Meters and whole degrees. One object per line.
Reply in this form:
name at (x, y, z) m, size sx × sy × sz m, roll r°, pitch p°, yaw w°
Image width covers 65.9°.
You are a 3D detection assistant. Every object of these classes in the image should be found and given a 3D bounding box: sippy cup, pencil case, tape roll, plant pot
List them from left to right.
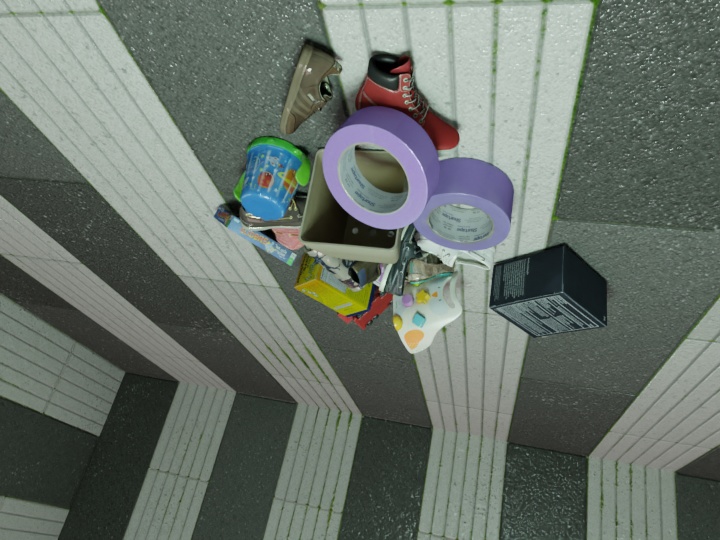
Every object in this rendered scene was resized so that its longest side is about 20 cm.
sippy cup at (-0.188, -0.182, 1.158) m, size 0.137 × 0.133 × 0.178 m, roll 20°, pitch 153°, yaw -12°
pencil case at (-0.057, -0.034, 1.418) m, size 0.077 × 0.091 × 0.199 m, roll -2°, pitch 146°, yaw 48°
plant pot at (0.008, -0.111, 1.146) m, size 0.195 × 0.205 × 0.177 m, roll 5°, pitch 162°, yaw 16°
tape roll at (0.034, -0.172, 0.952) m, size 0.196 × 0.066 × 0.203 m, roll 18°, pitch 137°, yaw 18°
tape roll at (0.207, -0.128, 1.120) m, size 0.195 × 0.087 × 0.201 m, roll 11°, pitch 154°, yaw 5°

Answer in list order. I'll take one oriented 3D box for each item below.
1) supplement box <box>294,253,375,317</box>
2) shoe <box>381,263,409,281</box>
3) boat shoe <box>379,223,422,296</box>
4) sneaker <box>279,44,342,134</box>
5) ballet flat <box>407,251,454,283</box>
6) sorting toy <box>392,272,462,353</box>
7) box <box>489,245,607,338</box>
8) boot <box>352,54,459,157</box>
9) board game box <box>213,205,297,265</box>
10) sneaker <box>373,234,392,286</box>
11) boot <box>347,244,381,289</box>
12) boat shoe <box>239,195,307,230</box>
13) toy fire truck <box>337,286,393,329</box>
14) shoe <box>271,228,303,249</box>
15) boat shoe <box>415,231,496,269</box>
supplement box at (-0.066, 0.032, 1.531) m, size 0.198 × 0.111 × 0.109 m, roll 32°, pitch 148°, yaw -30°
shoe at (0.113, 0.006, 1.380) m, size 0.070 × 0.054 × 0.199 m, roll -39°, pitch 155°, yaw 20°
boat shoe at (0.107, -0.034, 1.246) m, size 0.065 × 0.203 × 0.074 m, roll 24°, pitch -172°, yaw 9°
sneaker at (-0.090, -0.295, 0.963) m, size 0.074 × 0.072 × 0.200 m, roll 18°, pitch 153°, yaw -11°
ballet flat at (0.176, -0.013, 1.354) m, size 0.067 × 0.069 × 0.199 m, roll -7°, pitch -179°, yaw 31°
sorting toy at (0.180, 0.082, 1.439) m, size 0.177 × 0.203 × 0.107 m, roll -22°, pitch 138°, yaw 27°
box at (0.445, 0.057, 1.310) m, size 0.198 × 0.126 × 0.196 m, roll 30°, pitch 150°, yaw -32°
boot at (0.093, -0.274, 0.918) m, size 0.196 × 0.074 × 0.145 m, roll 22°, pitch 151°, yaw -7°
board game box at (-0.267, -0.088, 1.413) m, size 0.198 × 0.035 × 0.135 m, roll 33°, pitch 179°, yaw -34°
sneaker at (0.070, -0.021, 1.407) m, size 0.112 × 0.074 × 0.201 m, roll -3°, pitch 148°, yaw 25°
boot at (0.000, 0.000, 1.305) m, size 0.075 × 0.097 × 0.201 m, roll 45°, pitch 155°, yaw 11°
boat shoe at (-0.174, -0.138, 1.251) m, size 0.195 × 0.073 × 0.060 m, roll -8°, pitch 154°, yaw -11°
toy fire truck at (0.019, 0.097, 1.619) m, size 0.049 × 0.142 × 0.200 m, roll 40°, pitch 105°, yaw -23°
shoe at (-0.131, -0.100, 1.340) m, size 0.196 × 0.072 × 0.092 m, roll 8°, pitch 140°, yaw 23°
boat shoe at (0.214, -0.044, 1.291) m, size 0.195 × 0.071 × 0.071 m, roll 10°, pitch 155°, yaw 10°
